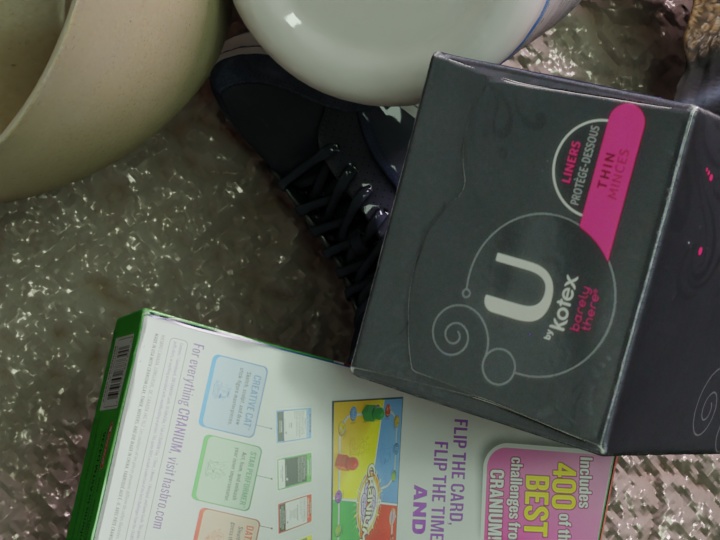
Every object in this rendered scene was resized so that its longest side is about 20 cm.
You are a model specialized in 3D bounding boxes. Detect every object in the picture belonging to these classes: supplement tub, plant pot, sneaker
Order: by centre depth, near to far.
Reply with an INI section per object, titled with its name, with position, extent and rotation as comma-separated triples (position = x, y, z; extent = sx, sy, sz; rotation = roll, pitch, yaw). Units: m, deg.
[plant pot]
position = -0.127, -0.115, 0.778
extent = 0.134, 0.200, 0.201
rotation = 10, 74, -52
[supplement tub]
position = 0.031, -0.145, 0.810
extent = 0.132, 0.200, 0.132
rotation = 3, 104, 15
[sneaker]
position = 0.001, 0.000, 0.838
extent = 0.202, 0.077, 0.146
rotation = 36, 53, -13

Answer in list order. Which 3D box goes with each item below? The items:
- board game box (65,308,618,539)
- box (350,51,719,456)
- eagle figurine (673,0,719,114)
[board game box]
position = -0.010, 0.113, 0.745
extent = 0.200, 0.040, 0.153
rotation = 16, 79, -19
[box]
position = 0.101, -0.001, 0.749
extent = 0.200, 0.106, 0.122
rotation = 7, 98, -60
[eagle figurine]
position = 0.169, -0.141, 0.924
extent = 0.152, 0.151, 0.200
rotation = -4, 70, -42
